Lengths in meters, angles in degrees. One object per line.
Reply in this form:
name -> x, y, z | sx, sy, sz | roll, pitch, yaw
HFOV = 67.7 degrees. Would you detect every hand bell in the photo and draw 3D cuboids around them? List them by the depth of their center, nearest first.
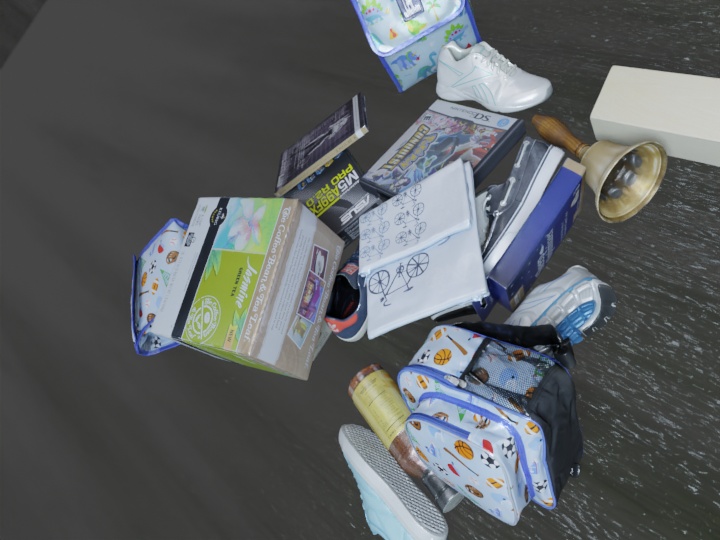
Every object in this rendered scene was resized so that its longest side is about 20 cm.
hand bell -> 0.291, -0.162, 0.717 | 0.104, 0.104, 0.202 | -40, 42, 8

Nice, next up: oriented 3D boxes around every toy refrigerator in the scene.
toy refrigerator -> 0.398, -0.188, 0.663 | 0.197, 0.069, 0.078 | 25, 88, 37

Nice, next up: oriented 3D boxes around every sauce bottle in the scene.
sauce bottle -> 0.058, 0.211, 0.687 | 0.066, 0.066, 0.201 | -44, 56, 5

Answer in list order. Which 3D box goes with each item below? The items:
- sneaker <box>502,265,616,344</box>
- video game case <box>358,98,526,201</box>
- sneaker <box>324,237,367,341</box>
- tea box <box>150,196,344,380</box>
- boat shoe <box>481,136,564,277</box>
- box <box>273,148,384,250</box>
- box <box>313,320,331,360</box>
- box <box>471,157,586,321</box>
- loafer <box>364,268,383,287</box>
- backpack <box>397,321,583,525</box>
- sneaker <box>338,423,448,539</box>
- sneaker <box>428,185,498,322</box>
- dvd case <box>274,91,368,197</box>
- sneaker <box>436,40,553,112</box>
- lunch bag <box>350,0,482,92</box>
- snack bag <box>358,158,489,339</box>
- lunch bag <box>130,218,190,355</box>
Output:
sneaker -> 0.215, 0.070, 0.665 | 0.198, 0.075, 0.087 | -39, 21, 18
video game case -> 0.117, -0.170, 0.804 | 0.200, 0.026, 0.179 | -46, 44, -12
sneaker -> 0.000, 0.000, 0.803 | 0.073, 0.084, 0.206 | 9, 73, 33
tea box -> -0.150, 0.020, 0.738 | 0.191, 0.133, 0.206 | 5, 71, 31
boat shoe -> 0.189, -0.082, 0.691 | 0.066, 0.072, 0.204 | 28, 83, 14
box -> -0.067, -0.100, 0.913 | 0.198, 0.044, 0.162 | -38, 53, 10
box -> -0.137, 0.049, 0.858 | 0.198, 0.095, 0.079 | 33, 86, 38
box -> 0.211, -0.023, 0.665 | 0.032, 0.121, 0.202 | 35, 88, 26
loafer -> 0.070, -0.048, 0.791 | 0.062, 0.072, 0.201 | 33, 76, 37
backpack -> 0.130, 0.157, 0.584 | 0.153, 0.205, 0.188 | -36, 37, -26
sneaker -> 0.021, 0.282, 0.673 | 0.200, 0.073, 0.084 | 43, 110, 46
sneaker -> 0.153, -0.011, 0.740 | 0.201, 0.076, 0.115 | -46, 70, 1
dvd case -> -0.070, -0.223, 0.948 | 0.197, 0.016, 0.151 | -33, 33, 20
sneaker -> 0.195, -0.296, 0.814 | 0.196, 0.082, 0.070 | 24, 51, 34
lunch bag -> 0.091, -0.418, 0.867 | 0.166, 0.200, 0.131 | -21, 58, 19
snack bag -> 0.070, -0.025, 0.691 | 0.185, 0.021, 0.206 | -24, 51, 33
lunch bag -> -0.352, 0.037, 0.978 | 0.198, 0.122, 0.174 | -35, 53, 29
